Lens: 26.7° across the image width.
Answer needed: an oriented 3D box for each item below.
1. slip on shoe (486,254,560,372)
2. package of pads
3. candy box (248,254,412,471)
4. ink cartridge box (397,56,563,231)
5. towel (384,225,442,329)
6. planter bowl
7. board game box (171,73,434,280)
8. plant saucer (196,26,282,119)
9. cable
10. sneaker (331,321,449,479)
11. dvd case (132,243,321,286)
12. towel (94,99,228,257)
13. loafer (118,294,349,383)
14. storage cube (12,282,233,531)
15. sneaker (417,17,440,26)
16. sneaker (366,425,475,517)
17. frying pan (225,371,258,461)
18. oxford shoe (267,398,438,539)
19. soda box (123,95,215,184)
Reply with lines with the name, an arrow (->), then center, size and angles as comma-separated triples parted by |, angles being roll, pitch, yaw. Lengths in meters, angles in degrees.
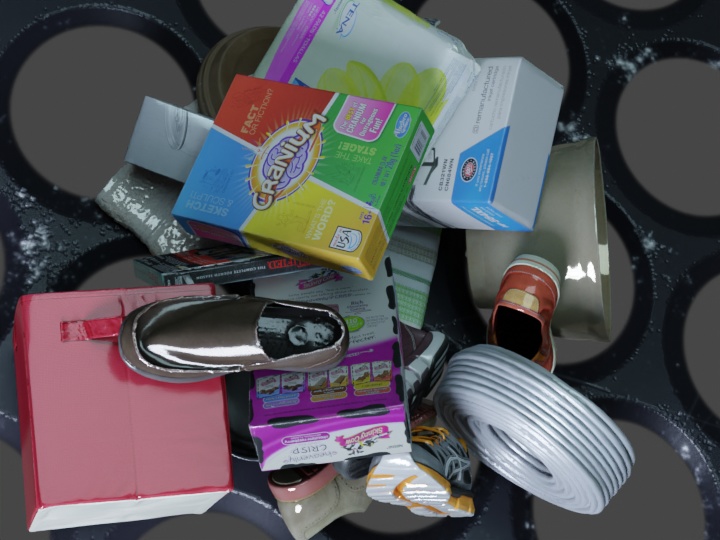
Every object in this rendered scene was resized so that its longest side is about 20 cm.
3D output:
slip on shoe -> 0.150, 0.067, 1.446 | 0.073, 0.201, 0.062 | 20, 56, 14
package of pads -> 0.002, -0.183, 1.436 | 0.199, 0.068, 0.155 | 37, 99, 32
candy box -> -0.029, 0.079, 1.351 | 0.135, 0.061, 0.201 | -8, 40, 4
ink cartridge box -> 0.081, -0.122, 1.464 | 0.084, 0.198, 0.148 | 24, 75, -47
towel -> 0.000, 0.000, 1.534 | 0.148, 0.031, 0.202 | 20, 64, -9
planter bowl -> 0.176, -0.026, 1.512 | 0.133, 0.200, 0.203 | -4, 69, 11
board game box -> -0.052, -0.087, 1.353 | 0.198, 0.040, 0.154 | 13, 69, 27
plant saucer -> -0.070, -0.172, 1.551 | 0.198, 0.030, 0.202 | 12, 56, -19
cable -> 0.160, 0.148, 1.422 | 0.199, 0.200, 0.069 | 38, 74, 3
sneaker -> -0.006, 0.108, 1.414 | 0.115, 0.076, 0.200 | 25, 39, 16
dvd case -> -0.103, -0.010, 1.417 | 0.198, 0.146, 0.022 | -11, 99, -19
towel -> -0.152, -0.093, 1.521 | 0.132, 0.035, 0.200 | 41, 66, 3
loafer -> -0.100, 0.047, 1.253 | 0.197, 0.071, 0.074 | -4, 76, -16
storage cube -> -0.214, 0.123, 1.337 | 0.169, 0.200, 0.182 | -3, 77, -16
sneaker -> 0.087, -0.179, 1.600 | 0.080, 0.076, 0.202 | -16, 76, -30
sneaker -> 0.056, 0.177, 1.395 | 0.077, 0.200, 0.078 | 0, 74, 17
frying pan -> -0.098, 0.086, 1.453 | 0.113, 0.031, 0.193 | 2, 80, -10
oxford shoe -> -0.001, 0.186, 1.451 | 0.199, 0.070, 0.076 | -27, 114, -29
soda box -> -0.121, -0.102, 1.457 | 0.198, 0.063, 0.069 | 21, 92, 1
